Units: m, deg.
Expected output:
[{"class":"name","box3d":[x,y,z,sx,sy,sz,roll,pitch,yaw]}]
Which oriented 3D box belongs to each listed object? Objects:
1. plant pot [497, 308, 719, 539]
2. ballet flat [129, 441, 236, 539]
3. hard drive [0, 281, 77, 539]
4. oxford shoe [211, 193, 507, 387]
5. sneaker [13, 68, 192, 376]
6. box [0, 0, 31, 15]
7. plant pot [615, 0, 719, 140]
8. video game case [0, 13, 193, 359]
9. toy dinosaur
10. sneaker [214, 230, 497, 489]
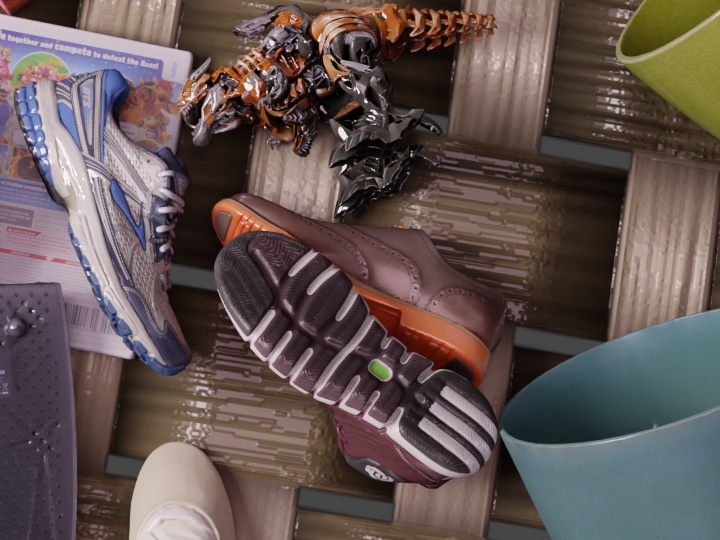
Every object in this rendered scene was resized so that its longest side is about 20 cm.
[{"class":"plant pot","box3d":[0.200,0.132,0.905,0.200,0.201,0.162,-21,99,-6]},{"class":"ballet flat","box3d":[-0.108,0.206,0.936,0.069,0.069,0.201,-2,84,-4]},{"class":"hard drive","box3d":[-0.240,0.109,0.921,0.134,0.042,0.201,-3,93,-27]},{"class":"oxford shoe","box3d":[0.000,0.000,0.973,0.199,0.071,0.073,31,59,-1]},{"class":"sneaker","box3d":[-0.139,-0.035,0.936,0.085,0.077,0.201,-24,87,-10]},{"class":"box","box3d":[-0.243,-0.277,0.958,0.102,0.095,0.200,-37,88,-7]},{"class":"plant pot","box3d":[0.294,-0.124,0.954,0.187,0.187,0.200,-46,102,-7]},{"class":"video game case","box3d":[-0.195,-0.055,0.979,0.142,0.018,0.201,11,84,-2]},{"class":"toy dinosaur","box3d":[-0.012,-0.120,0.965,0.199,0.102,0.136,-29,69,15]},{"class":"sneaker","box3d":[-0.017,0.069,0.934,0.200,0.116,0.076,41,62,6]}]
